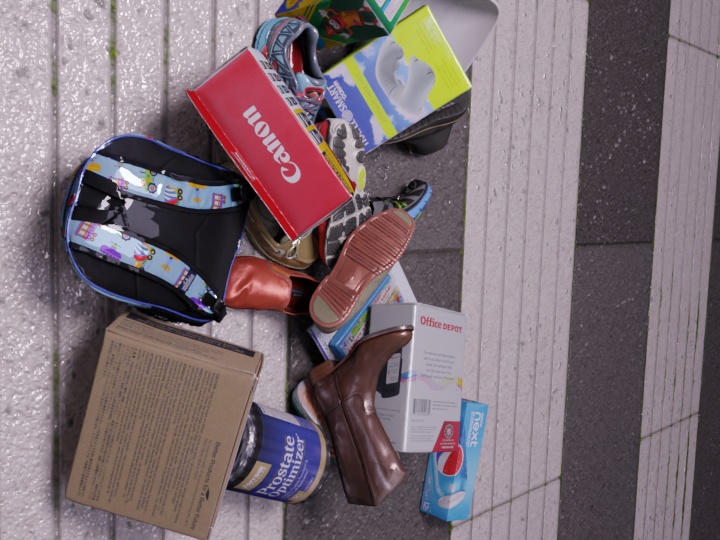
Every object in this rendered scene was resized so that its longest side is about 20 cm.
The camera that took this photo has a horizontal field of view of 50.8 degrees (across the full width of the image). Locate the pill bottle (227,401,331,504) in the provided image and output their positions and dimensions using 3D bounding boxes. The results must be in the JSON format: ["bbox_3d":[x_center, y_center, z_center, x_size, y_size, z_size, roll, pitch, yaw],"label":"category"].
[{"bbox_3d":[-0.139,0.225,0.960,0.199,0.111,0.113,29,75,-44],"label":"pill bottle"}]

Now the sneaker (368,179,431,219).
[{"bbox_3d":[0.040,-0.089,1.123,0.083,0.071,0.199,41,48,7],"label":"sneaker"}]

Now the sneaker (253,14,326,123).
[{"bbox_3d":[-0.088,-0.221,0.966,0.079,0.095,0.203,-13,104,-43],"label":"sneaker"}]

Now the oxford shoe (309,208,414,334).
[{"bbox_3d":[0.000,0.000,1.022,0.200,0.071,0.074,-48,167,-16],"label":"oxford shoe"}]

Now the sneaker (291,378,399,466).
[{"bbox_3d":[-0.036,0.240,1.102,0.200,0.080,0.072,45,45,-16],"label":"sneaker"}]

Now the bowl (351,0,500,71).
[{"bbox_3d":[0.085,-0.340,1.096,0.198,0.075,0.200,1,137,-43],"label":"bowl"}]

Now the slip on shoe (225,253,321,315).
[{"bbox_3d":[-0.118,0.023,0.992,0.199,0.061,0.075,14,87,-44],"label":"slip on shoe"}]

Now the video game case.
[{"bbox_3d":[0.042,0.126,1.142,0.143,0.018,0.201,-51,128,-28],"label":"video game case"}]

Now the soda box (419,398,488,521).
[{"bbox_3d":[0.163,0.325,1.317,0.067,0.064,0.203,14,84,-45],"label":"soda box"}]

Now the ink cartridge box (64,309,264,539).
[{"bbox_3d":[-0.208,0.165,0.813,0.163,0.075,0.202,18,103,-4],"label":"ink cartridge box"}]

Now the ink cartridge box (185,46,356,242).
[{"bbox_3d":[-0.094,-0.145,0.866,0.083,0.176,0.201,-35,100,8],"label":"ink cartridge box"}]

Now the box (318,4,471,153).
[{"bbox_3d":[0.033,-0.246,1.011,0.123,0.199,0.048,56,13,-14],"label":"box"}]

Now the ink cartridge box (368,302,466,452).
[{"bbox_3d":[0.080,0.155,1.093,0.145,0.082,0.203,16,77,-50],"label":"ink cartridge box"}]

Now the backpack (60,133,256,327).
[{"bbox_3d":[-0.232,-0.047,0.812,0.199,0.133,0.185,20,81,-45],"label":"backpack"}]

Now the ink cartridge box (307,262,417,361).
[{"bbox_3d":[0.011,0.091,1.146,0.200,0.040,0.201,-47,126,-31],"label":"ink cartridge box"}]

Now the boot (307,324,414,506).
[{"bbox_3d":[0.028,0.194,0.995,0.064,0.186,0.202,11,52,-52],"label":"boot"}]

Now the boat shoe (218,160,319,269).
[{"bbox_3d":[-0.111,-0.067,0.984,0.201,0.063,0.074,50,61,-39],"label":"boat shoe"}]

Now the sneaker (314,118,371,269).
[{"bbox_3d":[-0.036,-0.105,1.029,0.076,0.084,0.203,-11,111,-40],"label":"sneaker"}]

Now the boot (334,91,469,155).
[{"bbox_3d":[0.058,-0.203,1.139,0.197,0.139,0.078,-10,73,-8],"label":"boot"}]

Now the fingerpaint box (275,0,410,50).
[{"bbox_3d":[0.005,-0.392,0.988,0.073,0.166,0.201,45,65,-37],"label":"fingerpaint box"}]
